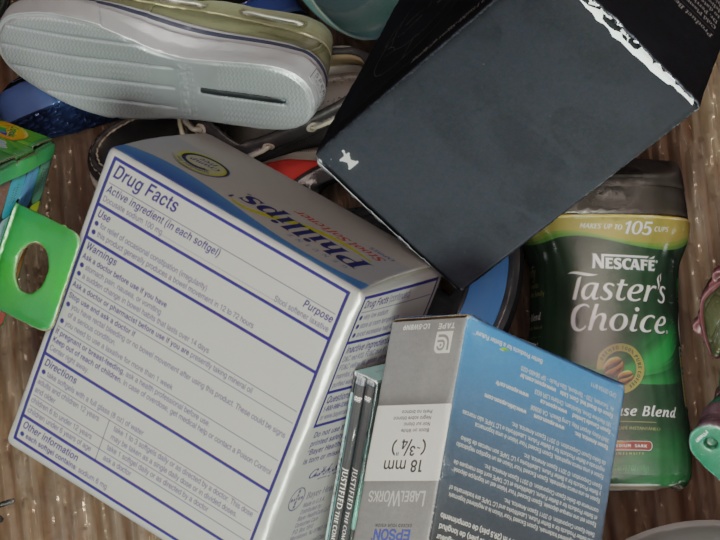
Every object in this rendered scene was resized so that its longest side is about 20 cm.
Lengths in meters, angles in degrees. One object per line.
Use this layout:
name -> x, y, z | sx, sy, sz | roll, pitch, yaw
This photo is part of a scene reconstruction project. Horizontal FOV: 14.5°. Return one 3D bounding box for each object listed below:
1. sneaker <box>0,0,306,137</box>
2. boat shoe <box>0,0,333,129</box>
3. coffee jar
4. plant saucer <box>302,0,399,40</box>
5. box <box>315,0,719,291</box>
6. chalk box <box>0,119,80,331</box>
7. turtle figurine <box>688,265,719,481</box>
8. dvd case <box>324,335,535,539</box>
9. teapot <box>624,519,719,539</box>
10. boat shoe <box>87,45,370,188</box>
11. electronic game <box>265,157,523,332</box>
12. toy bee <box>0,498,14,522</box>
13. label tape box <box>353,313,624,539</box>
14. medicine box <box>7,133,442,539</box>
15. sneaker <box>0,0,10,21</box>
sneaker -> -0.136, -0.148, 1.728 | 0.200, 0.070, 0.078 | -23, 75, -3
boat shoe -> -0.113, -0.128, 1.661 | 0.200, 0.072, 0.062 | 12, 42, 9
coffee jar -> 0.146, 0.032, 1.691 | 0.104, 0.085, 0.200 | 0, 85, -2
plant saucer -> -0.009, -0.236, 1.678 | 0.027, 0.200, 0.200 | 0, 84, 30
box -> 0.102, -0.128, 1.597 | 0.124, 0.197, 0.200 | 43, 127, -11
chalk box -> -0.257, -0.029, 1.630 | 0.200, 0.124, 0.125 | 21, 103, 6
turtle figurine -> 0.246, 0.035, 1.667 | 0.101, 0.200, 0.150 | 13, 122, 13
dvd case -> 0.034, 0.142, 1.633 | 0.022, 0.146, 0.200 | 25, 113, 37
teapot -> 0.191, 0.213, 1.646 | 0.200, 0.197, 0.146 | 6, 48, -17
boat shoe -> -0.075, -0.090, 1.701 | 0.200, 0.060, 0.074 | -9, 63, 13
electronic game -> 0.000, 0.000, 1.695 | 0.200, 0.042, 0.200 | -5, 73, 16
toy bee -> -0.277, 0.087, 1.676 | 0.200, 0.131, 0.109 | 8, 78, 17
label tape box -> 0.067, 0.140, 1.556 | 0.063, 0.144, 0.200 | -5, 69, 44
medicine box -> -0.079, 0.050, 1.629 | 0.182, 0.103, 0.200 | 30, 110, 23
sneaker -> -0.201, -0.229, 1.710 | 0.086, 0.080, 0.200 | 26, 69, -40
